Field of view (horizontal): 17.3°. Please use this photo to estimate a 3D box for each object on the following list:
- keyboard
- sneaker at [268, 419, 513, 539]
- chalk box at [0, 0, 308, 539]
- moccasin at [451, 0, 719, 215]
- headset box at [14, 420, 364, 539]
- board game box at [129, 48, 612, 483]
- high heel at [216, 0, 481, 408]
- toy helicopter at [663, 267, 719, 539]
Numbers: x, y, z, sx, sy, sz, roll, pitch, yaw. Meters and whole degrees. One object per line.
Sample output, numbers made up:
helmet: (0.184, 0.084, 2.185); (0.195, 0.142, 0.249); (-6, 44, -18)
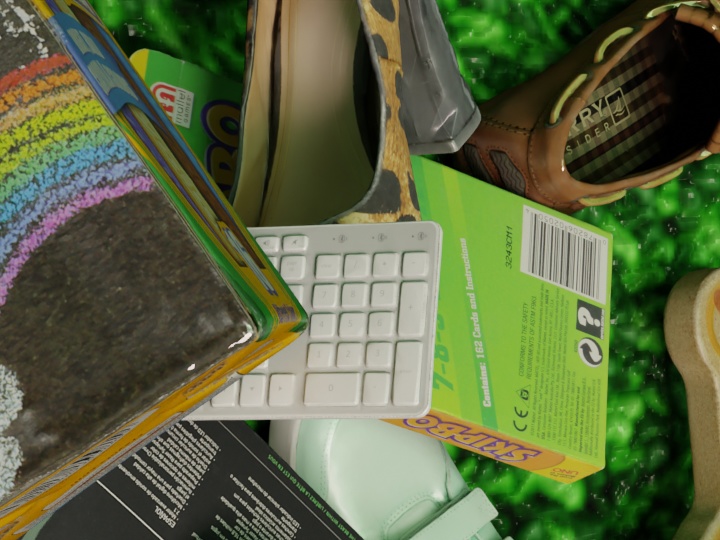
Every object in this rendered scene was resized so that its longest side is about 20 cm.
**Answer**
keyboard: (-0.073, 0.016, 0.679); (0.011, 0.200, 0.056); (51, 41, -59)
sneaker: (0.049, 0.114, 0.819); (0.074, 0.118, 0.201); (-37, 110, -32)
chalk box: (-0.122, -0.032, 0.603); (0.125, 0.124, 0.200); (-34, 86, 2)
moccasin: (0.124, -0.077, 0.912); (0.201, 0.078, 0.074); (-24, 102, -37)
headset box: (-0.086, 0.147, 0.723); (0.174, 0.093, 0.200); (46, 62, -30)
board game box: (0.000, 0.000, 0.807); (0.200, 0.030, 0.096); (22, 58, -28)
high heel: (-0.026, -0.060, 0.725); (0.143, 0.071, 0.200); (67, 31, -27)
toy helicopter: (0.157, 0.098, 0.938); (0.132, 0.079, 0.200); (-7, 91, -42)
